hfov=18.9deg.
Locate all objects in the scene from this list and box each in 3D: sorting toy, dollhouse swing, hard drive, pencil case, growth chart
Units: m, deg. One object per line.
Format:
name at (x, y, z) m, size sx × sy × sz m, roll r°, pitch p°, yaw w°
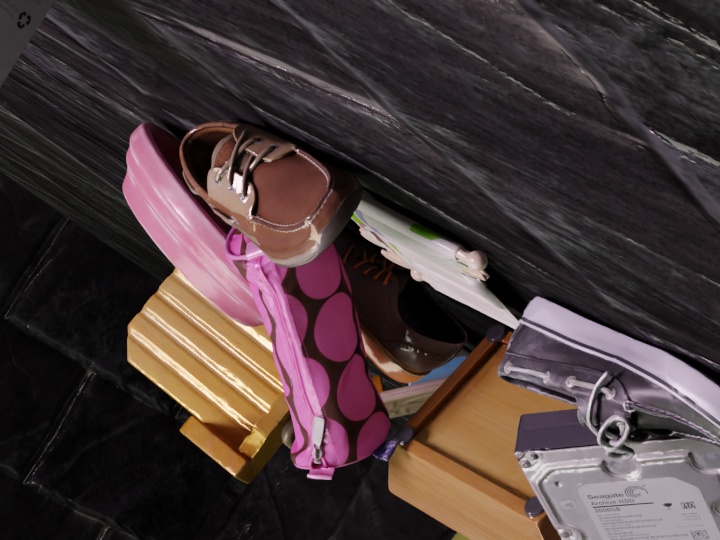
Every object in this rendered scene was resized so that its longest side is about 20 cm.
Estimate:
sorting toy at (0.031, 0.105, 1.820) m, size 0.185 × 0.200 × 0.037 m, roll 75°, pitch 177°, yaw -82°
dollhouse swing at (-0.100, 0.045, 1.806) m, size 0.176 × 0.200 × 0.182 m, roll 39°, pitch 175°, yaw 7°
hard drive at (0.198, 0.161, 1.427) m, size 0.140 × 0.038 × 0.200 m, roll -7°, pitch 136°, yaw 23°
pencil case at (-0.039, 0.049, 1.579) m, size 0.091 × 0.094 × 0.200 m, roll -5°, pitch 114°, yaw 32°
growth chart at (0.052, -0.004, 1.461) m, size 0.145 × 0.018 × 0.200 m, roll 30°, pitch 174°, yaw 27°

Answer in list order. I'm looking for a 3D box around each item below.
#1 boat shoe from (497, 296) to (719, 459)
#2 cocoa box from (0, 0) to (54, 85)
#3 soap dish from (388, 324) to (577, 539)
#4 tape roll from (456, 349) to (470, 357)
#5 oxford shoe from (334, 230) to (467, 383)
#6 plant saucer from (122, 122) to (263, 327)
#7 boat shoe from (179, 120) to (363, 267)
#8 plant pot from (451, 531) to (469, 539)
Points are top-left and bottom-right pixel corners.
boat shoe at (0.161, 0.079, 1.321) m, size 0.199 × 0.068 × 0.074 m, roll 27°, pitch 173°, yaw 40°
cocoa box at (-0.299, -0.178, 1.245) m, size 0.131 × 0.133 × 0.200 m, roll 29°, pitch 174°, yaw 35°
soap dish at (0.127, 0.132, 1.589) m, size 0.200 × 0.157 × 0.081 m, roll 25°, pitch 155°, yaw 47°
tape roll at (0.104, 0.108, 2.049) m, size 0.203 × 0.037 × 0.203 m, roll 32°, pitch 174°, yaw 4°
oxford shoe at (0.000, 0.000, 1.638) m, size 0.200 × 0.071 × 0.073 m, roll 41°, pitch 139°, yaw -18°
plant saucer at (-0.118, -0.027, 1.690) m, size 0.201 × 0.051 × 0.201 m, roll 47°, pitch -174°, yaw -7°
boat shoe at (-0.066, -0.054, 1.384) m, size 0.072 × 0.076 × 0.200 m, roll 37°, pitch 171°, yaw -26°
plant pot at (0.158, 0.237, 1.713) m, size 0.200 × 0.193 × 0.200 m, roll 49°, pitch -165°, yaw -17°
